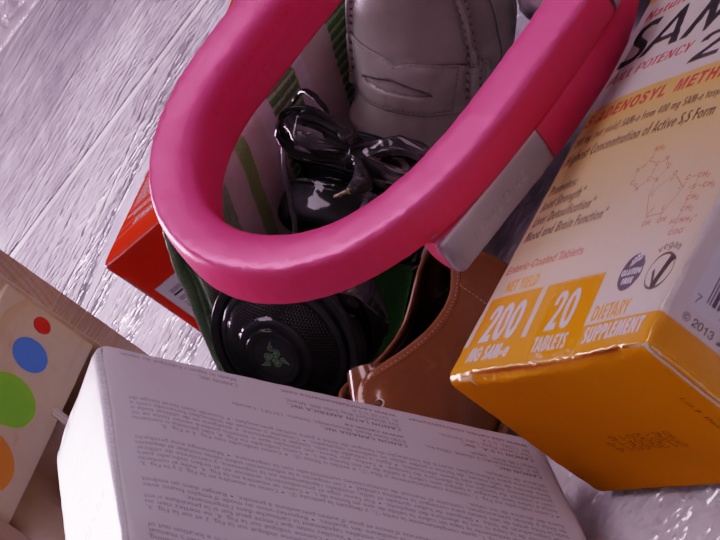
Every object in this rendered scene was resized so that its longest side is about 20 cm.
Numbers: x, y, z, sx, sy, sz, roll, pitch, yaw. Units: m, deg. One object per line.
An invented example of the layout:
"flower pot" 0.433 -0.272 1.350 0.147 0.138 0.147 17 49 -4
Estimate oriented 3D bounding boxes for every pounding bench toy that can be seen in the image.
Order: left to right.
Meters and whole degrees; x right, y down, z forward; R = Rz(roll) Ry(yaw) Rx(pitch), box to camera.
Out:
"pounding bench toy" -0.196 0.121 1.021 0.200 0.124 0.157 -40 21 41

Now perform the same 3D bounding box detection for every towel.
"towel" -0.019 -0.041 0.961 0.023 0.153 0.201 12 53 25

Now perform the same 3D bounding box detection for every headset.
"headset" 0.000 0.000 0.883 0.201 0.093 0.124 75 -144 -57

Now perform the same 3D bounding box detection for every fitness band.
"fitness band" 0.010 -0.072 0.771 0.143 0.037 0.200 27 72 39

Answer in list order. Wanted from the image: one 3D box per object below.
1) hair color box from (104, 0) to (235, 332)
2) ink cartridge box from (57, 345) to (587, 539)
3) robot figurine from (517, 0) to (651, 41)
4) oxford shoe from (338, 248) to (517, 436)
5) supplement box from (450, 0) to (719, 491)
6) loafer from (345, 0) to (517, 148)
"hair color box" -0.038 -0.058 1.074 0.061 0.101 0.201 -35 25 47
"ink cartridge box" -0.002 0.100 0.646 0.200 0.160 0.050 -110 37 -61
"robot figurine" 0.129 -0.184 0.903 0.170 0.112 0.201 91 -156 -62
"oxford shoe" 0.015 0.075 0.798 0.071 0.071 0.201 -32 30 48
"supplement box" 0.124 -0.034 0.702 0.201 0.073 0.126 -60 18 -20
"loafer" 0.028 -0.082 0.926 0.070 0.069 0.200 -64 -24 -24
